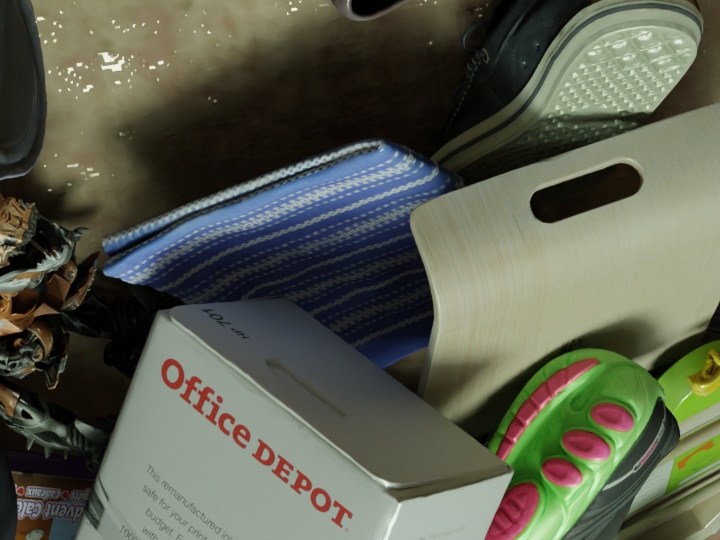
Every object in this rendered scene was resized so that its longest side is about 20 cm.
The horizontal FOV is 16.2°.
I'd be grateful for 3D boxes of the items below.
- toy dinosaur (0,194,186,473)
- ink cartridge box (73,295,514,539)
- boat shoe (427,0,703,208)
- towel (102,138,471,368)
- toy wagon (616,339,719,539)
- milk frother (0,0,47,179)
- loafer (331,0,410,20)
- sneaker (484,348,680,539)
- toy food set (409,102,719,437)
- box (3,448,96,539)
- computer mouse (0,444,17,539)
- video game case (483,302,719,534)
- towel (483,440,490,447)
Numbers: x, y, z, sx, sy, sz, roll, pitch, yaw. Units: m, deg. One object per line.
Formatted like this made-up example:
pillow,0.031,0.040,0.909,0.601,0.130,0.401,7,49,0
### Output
toy dinosaur,-0.153,0.022,1.118,0.136,0.102,0.200,23,171,-12
ink cartridge box,-0.044,0.132,1.057,0.086,0.146,0.200,-5,124,-50
boat shoe,0.079,-0.078,1.036,0.075,0.062,0.200,3,155,-19
towel,0.000,0.000,1.096,0.145,0.024,0.200,-21,155,25
toy wagon,0.150,0.083,1.180,0.155,0.040,0.200,-26,151,-19
milk frother,-0.235,-0.093,0.837,0.188,0.181,0.200,-15,180,14
loafer,0.074,-0.147,0.946,0.200,0.063,0.072,-21,139,16
sneaker,0.065,0.122,1.090,0.200,0.077,0.084,-45,142,16
toy food set,0.080,0.006,1.076,0.143,0.060,0.200,-19,158,-13
box,-0.133,0.159,1.205,0.200,0.039,0.137,11,100,-47
computer mouse,-0.212,0.061,1.098,0.053,0.200,0.139,-34,149,-36
video game case,0.145,0.065,1.252,0.143,0.018,0.200,5,140,-15
towel,0.023,0.165,1.246,0.171,0.048,0.200,-24,151,-29
